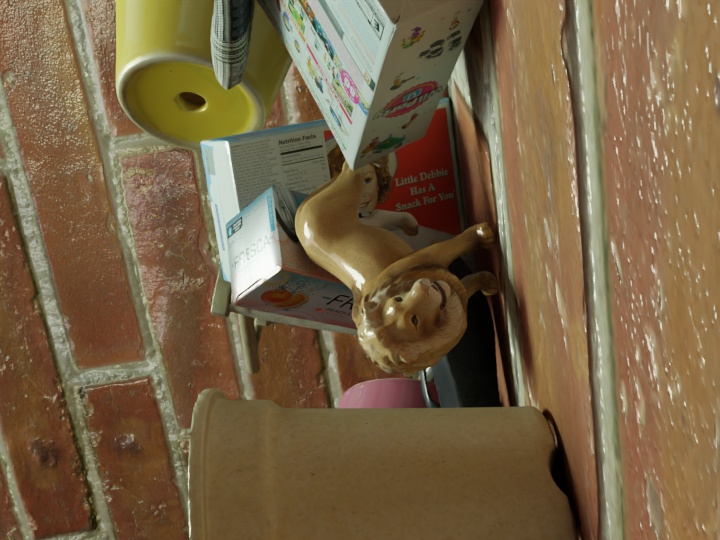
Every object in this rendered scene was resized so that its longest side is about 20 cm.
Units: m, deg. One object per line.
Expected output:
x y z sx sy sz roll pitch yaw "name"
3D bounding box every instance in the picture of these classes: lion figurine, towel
0.010 -0.008 0.730 0.200 0.122 0.073 35 141 44 "lion figurine"
-0.082 -0.261 0.771 0.193 0.034 0.202 104 172 -63 "towel"

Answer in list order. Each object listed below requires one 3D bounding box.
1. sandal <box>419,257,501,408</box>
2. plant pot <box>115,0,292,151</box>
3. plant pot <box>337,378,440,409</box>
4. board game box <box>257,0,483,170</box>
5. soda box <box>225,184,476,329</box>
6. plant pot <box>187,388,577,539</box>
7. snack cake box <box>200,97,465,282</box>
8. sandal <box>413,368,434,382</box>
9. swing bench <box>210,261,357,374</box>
0.064 0.084 0.774 0.076 0.043 0.203 14 -117 -53 "sandal"
-0.132 -0.217 0.982 0.201 0.198 0.191 81 -165 -60 "plant pot"
0.034 0.190 0.855 0.201 0.197 0.181 81 -163 -60 "plant pot"
-0.004 -0.169 0.684 0.149 0.064 0.200 61 166 11 "board game box"
0.000 0.000 0.834 0.063 0.199 0.069 -33 56 40 "soda box"
0.018 0.152 0.601 0.200 0.181 0.203 -8 -90 -90 "plant pot"
-0.019 -0.066 0.908 0.067 0.198 0.116 11 113 62 "snack cake box"
0.086 0.144 0.979 0.055 0.081 0.202 53 153 41 "sandal"
-0.015 0.025 1.047 0.200 0.196 0.131 81 -160 -69 "swing bench"
